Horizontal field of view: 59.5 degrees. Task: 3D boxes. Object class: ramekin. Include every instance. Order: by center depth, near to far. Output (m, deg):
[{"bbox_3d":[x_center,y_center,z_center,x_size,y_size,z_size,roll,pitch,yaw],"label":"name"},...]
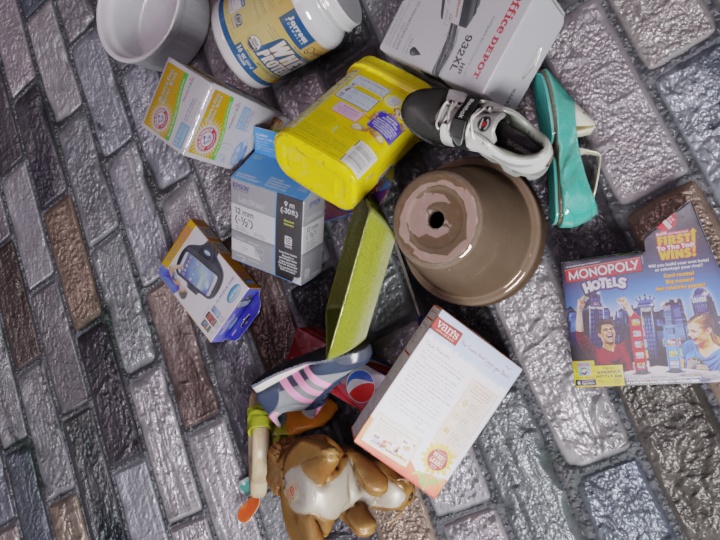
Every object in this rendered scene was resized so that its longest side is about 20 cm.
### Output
[{"bbox_3d":[-0.360,-0.453,1.110,0.196,0.097,0.206,-1,87,27],"label":"ramekin"}]

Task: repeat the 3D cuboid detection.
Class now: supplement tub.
[{"bbox_3d":[-0.111,-0.383,0.952,0.197,0.144,0.148,-21,78,25],"label":"supplement tub"}]

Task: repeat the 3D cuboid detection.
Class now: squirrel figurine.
[{"bbox_3d":[-0.025,0.284,0.870,0.198,0.183,0.145,3,90,53],"label":"squirrel figurine"}]

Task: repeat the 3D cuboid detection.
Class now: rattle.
[{"bbox_3d":[-0.122,0.293,0.988,0.130,0.140,0.205,24,117,57],"label":"rattle"}]

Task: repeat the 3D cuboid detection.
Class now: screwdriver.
[{"bbox_3d":[0.083,0.049,0.897,0.028,0.028,0.205,-12,79,-5],"label":"screwdriver"}]

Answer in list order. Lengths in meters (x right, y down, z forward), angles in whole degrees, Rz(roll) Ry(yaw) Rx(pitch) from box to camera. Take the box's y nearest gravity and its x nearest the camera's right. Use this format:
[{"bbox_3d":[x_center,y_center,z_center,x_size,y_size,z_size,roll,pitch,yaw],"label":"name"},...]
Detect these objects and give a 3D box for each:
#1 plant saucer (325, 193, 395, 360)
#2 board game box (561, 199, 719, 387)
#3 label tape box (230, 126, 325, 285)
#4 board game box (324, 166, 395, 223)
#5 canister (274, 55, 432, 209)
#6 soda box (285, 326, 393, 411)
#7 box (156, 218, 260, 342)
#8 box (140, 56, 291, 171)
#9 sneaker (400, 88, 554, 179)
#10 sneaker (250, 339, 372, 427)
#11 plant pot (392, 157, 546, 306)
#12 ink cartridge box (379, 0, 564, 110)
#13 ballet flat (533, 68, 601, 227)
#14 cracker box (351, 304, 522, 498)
[{"bbox_3d":[0.000,0.000,0.863,0.047,0.200,0.204,14,104,-7],"label":"plant saucer"},{"bbox_3d":[0.346,0.029,0.743,0.196,0.061,0.205,-7,83,27],"label":"board game box"},{"bbox_3d":[-0.126,-0.098,0.950,0.141,0.066,0.204,20,122,27],"label":"label tape box"},{"bbox_3d":[-0.042,-0.163,0.963,0.196,0.039,0.162,-14,81,26],"label":"board game box"},{"bbox_3d":[-0.004,-0.189,0.853,0.147,0.087,0.200,31,58,18],"label":"canister"},{"bbox_3d":[-0.010,0.151,0.914,0.197,0.070,0.065,24,99,26],"label":"soda box"},{"bbox_3d":[-0.253,0.024,1.063,0.200,0.041,0.120,46,107,24],"label":"box"},{"bbox_3d":[-0.216,-0.228,0.966,0.100,0.199,0.114,33,102,24],"label":"box"},{"bbox_3d":[0.139,-0.177,0.751,0.196,0.088,0.076,22,90,10],"label":"sneaker"},{"bbox_3d":[-0.057,0.156,0.871,0.197,0.070,0.083,-23,95,28],"label":"sneaker"},{"bbox_3d":[0.122,-0.057,0.800,0.196,0.174,0.206,-2,85,27],"label":"plant pot"},{"bbox_3d":[0.142,-0.314,0.830,0.199,0.083,0.147,38,104,37],"label":"ink cartridge box"},{"bbox_3d":[0.266,-0.156,0.800,0.069,0.067,0.205,-6,84,2],"label":"ballet flat"},{"bbox_3d":[0.096,0.167,0.814,0.133,0.058,0.202,35,91,-6],"label":"cracker box"}]
